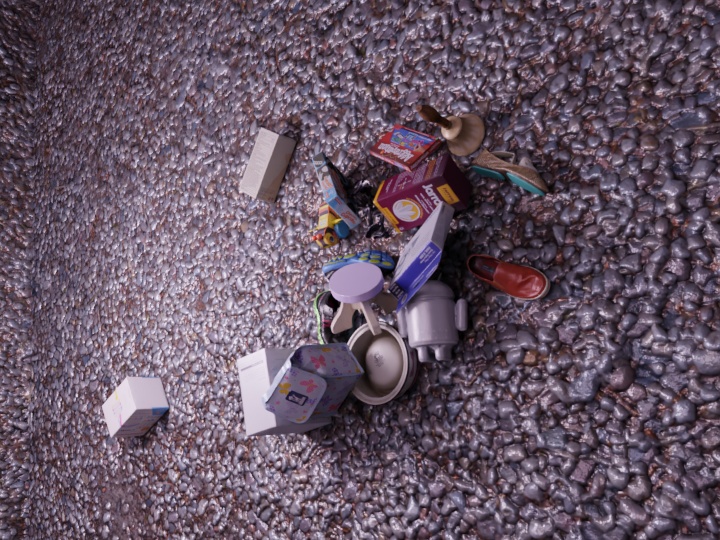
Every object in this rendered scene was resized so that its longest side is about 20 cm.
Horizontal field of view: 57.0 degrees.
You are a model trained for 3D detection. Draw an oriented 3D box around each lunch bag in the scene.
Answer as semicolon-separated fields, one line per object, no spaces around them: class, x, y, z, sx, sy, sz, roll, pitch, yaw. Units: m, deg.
lunch bag;-0.120;0.269;1.573;0.170;0.200;0.127;-56;48;29

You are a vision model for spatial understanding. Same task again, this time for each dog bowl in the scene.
dog bowl;0.056;0.224;1.604;0.200;0.074;0.201;-8;77;40

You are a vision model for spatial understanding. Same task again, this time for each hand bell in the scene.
hand bell;0.189;-0.335;1.506;0.104;0.200;0.105;-8;78;38

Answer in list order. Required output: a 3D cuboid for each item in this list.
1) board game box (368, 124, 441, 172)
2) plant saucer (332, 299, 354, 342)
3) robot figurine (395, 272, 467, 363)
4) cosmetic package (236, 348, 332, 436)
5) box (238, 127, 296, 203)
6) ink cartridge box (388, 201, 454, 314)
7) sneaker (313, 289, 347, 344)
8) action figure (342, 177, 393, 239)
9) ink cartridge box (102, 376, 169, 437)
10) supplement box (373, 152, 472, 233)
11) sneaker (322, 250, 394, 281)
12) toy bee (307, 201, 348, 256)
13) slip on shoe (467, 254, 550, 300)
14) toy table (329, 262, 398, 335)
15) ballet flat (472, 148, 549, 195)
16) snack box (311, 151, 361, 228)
board game box;0.105;-0.303;1.626;0.103;0.019;0.200;-45;34;-5
plant saucer;-0.047;0.128;1.745;0.070;0.019;0.201;-10;75;38
robot figurine;0.163;0.108;1.507;0.169;0.113;0.201;-9;76;19
cosmetic package;-0.196;0.315;1.717;0.123;0.199;0.201;-25;68;36
box;-0.277;-0.313;1.976;0.095;0.078;0.201;31;103;39
ink cartridge box;0.131;-0.030;1.496;0.200;0.041;0.200;-53;11;44
sneaker;-0.063;0.137;1.697;0.084;0.077;0.201;-36;62;34
action figure;0.028;-0.174;1.661;0.102;0.119;0.200;-37;55;26
ink cartridge box;-0.757;0.463;2.216;0.200;0.128;0.125;-46;57;26
supplement box;0.146;-0.178;1.558;0.200;0.110;0.086;-18;35;37
sneaker;0.000;0.000;1.699;0.199;0.071;0.083;-9;114;26
toy bee;-0.080;-0.105;1.755;0.131;0.109;0.200;-39;59;26
slip on shoe;0.314;0.012;1.432;0.200;0.061;0.074;25;97;39
toy table;0.002;0.069;1.583;0.183;0.200;0.117;-17;112;4
ballet flat;0.335;-0.224;1.454;0.200;0.070;0.065;29;87;36
snack box;-0.062;-0.210;1.715;0.037;0.116;0.200;-33;44;14
